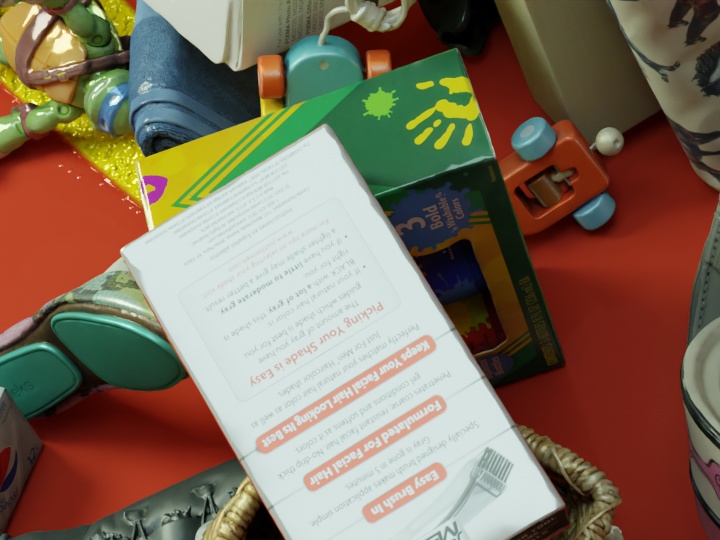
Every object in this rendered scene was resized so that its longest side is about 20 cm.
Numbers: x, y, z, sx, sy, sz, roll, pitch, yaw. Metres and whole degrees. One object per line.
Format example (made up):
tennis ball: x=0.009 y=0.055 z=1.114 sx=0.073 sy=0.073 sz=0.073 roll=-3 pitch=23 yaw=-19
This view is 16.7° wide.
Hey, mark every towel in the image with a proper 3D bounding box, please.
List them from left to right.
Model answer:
towel: x=-0.085 y=-0.134 z=1.385 sx=0.048 sy=0.112 sz=0.200 roll=-22 pitch=51 yaw=35

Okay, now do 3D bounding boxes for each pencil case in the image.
pencil case: x=0.178 y=-0.131 z=1.249 sx=0.089 sy=0.200 sz=0.078 roll=-29 pitch=41 yaw=8

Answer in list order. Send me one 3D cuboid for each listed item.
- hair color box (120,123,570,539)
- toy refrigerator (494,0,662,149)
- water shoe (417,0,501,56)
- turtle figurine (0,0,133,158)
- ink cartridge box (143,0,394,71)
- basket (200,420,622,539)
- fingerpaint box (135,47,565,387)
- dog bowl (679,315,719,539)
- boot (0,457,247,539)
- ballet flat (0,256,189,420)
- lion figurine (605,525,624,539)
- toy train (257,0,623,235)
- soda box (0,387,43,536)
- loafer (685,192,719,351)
hair color box: x=-0.007 y=0.051 z=1.069 sx=0.111 sy=0.064 sz=0.200 roll=-31 pitch=73 yaw=0
toy refrigerator: x=0.107 y=-0.166 z=1.290 sx=0.076 sy=0.200 sz=0.070 roll=-31 pitch=43 yaw=-4
water shoe: x=0.128 y=-0.183 z=1.385 sx=0.200 sy=0.072 sz=0.079 roll=-24 pitch=60 yaw=12
turtle figurine: x=-0.223 y=-0.132 z=1.405 sx=0.200 sy=0.144 sz=0.194 roll=-34 pitch=53 yaw=-11
ink cartridge box: x=-0.031 y=-0.208 z=1.322 sx=0.200 sy=0.083 sz=0.145 roll=-27 pitch=52 yaw=-29
basket: x=0.001 y=0.148 z=1.114 sx=0.143 sy=0.149 sz=0.200 roll=34 pitch=76 yaw=-7
fingerpaint box: x=0.000 y=0.000 z=1.218 sx=0.167 sy=0.200 sz=0.073 roll=-19 pitch=56 yaw=3
dog bowl: x=0.241 y=0.090 z=1.121 sx=0.200 sy=0.074 sz=0.200 roll=4 pitch=28 yaw=-2
boot: x=-0.084 y=0.176 z=1.217 sx=0.200 sy=0.066 sz=0.165 roll=-16 pitch=57 yaw=1
ballet flat: x=-0.135 y=0.030 z=1.273 sx=0.200 sy=0.069 sz=0.071 roll=-21 pitch=29 yaw=53
lion figurine: x=0.190 y=0.154 z=1.153 sx=0.200 sy=0.073 sz=0.123 roll=-14 pitch=44 yaw=-10
toy train: x=0.036 y=-0.078 z=1.295 sx=0.150 sy=0.200 sz=0.056 roll=-38 pitch=28 yaw=18
soda box: x=-0.279 y=0.089 z=1.325 sx=0.200 sy=0.063 sz=0.068 roll=10 pitch=61 yaw=22
loafer: x=0.202 y=-0.017 z=1.211 sx=0.070 sy=0.070 sz=0.200 roll=14 pitch=93 yaw=19
